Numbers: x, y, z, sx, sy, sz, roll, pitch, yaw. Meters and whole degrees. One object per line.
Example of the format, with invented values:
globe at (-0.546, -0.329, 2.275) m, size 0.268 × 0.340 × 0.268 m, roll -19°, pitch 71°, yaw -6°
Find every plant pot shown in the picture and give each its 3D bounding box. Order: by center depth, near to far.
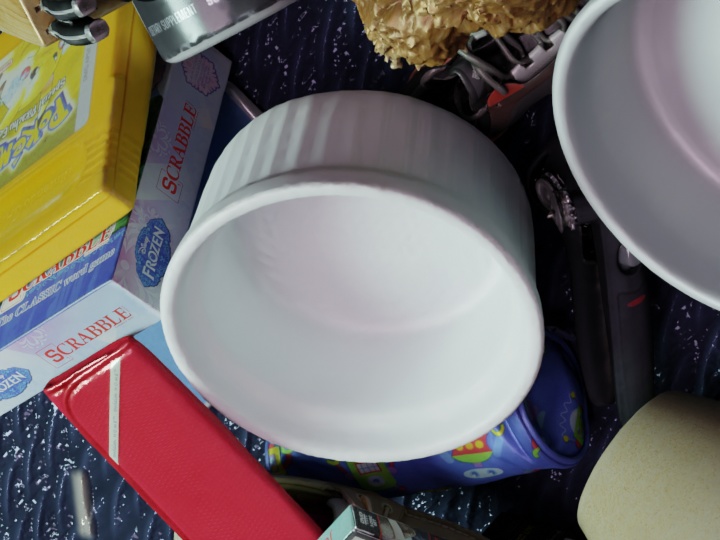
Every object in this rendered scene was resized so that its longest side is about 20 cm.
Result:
plant pot at (0.220, 0.155, 1.136) m, size 0.200 × 0.187 × 0.188 m, roll 37°, pitch 126°, yaw 26°

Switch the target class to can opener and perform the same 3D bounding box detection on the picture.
can opener at (0.136, 0.002, 1.156) m, size 0.063 × 0.078 × 0.201 m, roll -133°, pitch 29°, yaw -56°

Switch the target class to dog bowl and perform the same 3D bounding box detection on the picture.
dog bowl at (0.194, -0.074, 1.015) m, size 0.200 × 0.079 × 0.201 m, roll 26°, pitch 141°, yaw 23°

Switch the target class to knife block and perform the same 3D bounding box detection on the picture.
knife block at (-0.154, -0.151, 1.124) m, size 0.176 × 0.064 × 0.200 m, roll 55°, pitch 166°, yaw 27°

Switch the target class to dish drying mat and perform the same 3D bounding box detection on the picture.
dish drying mat at (-0.084, 0.121, 1.177) m, size 0.077 × 0.018 × 0.200 m, roll -31°, pitch 109°, yaw 31°

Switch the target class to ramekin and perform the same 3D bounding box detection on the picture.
ramekin at (0.000, 0.000, 1.137) m, size 0.199 × 0.098 × 0.201 m, roll 4°, pitch 133°, yaw 5°

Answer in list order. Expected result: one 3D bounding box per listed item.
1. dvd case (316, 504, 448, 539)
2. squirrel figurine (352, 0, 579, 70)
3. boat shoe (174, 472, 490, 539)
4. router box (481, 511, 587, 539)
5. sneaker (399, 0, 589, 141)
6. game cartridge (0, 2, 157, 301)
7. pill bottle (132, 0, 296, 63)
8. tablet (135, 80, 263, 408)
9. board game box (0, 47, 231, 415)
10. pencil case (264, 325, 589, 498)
dvd case at (0.039, 0.208, 1.204) m, size 0.199 × 0.022 × 0.146 m, roll 21°, pitch 127°, yaw -27°
squirrel figurine at (0.044, -0.203, 1.051) m, size 0.186 × 0.141 × 0.201 m, roll 14°, pitch 78°, yaw 31°
boat shoe at (-0.013, 0.158, 1.228) m, size 0.199 × 0.074 × 0.069 m, roll 7°, pitch 153°, yaw 7°
router box at (0.137, 0.257, 1.286) m, size 0.149 × 0.051 × 0.201 m, roll 13°, pitch 116°, yaw 23°
sneaker at (0.086, -0.116, 1.127) m, size 0.077 × 0.082 × 0.200 m, roll 46°, pitch 125°, yaw 2°
game cartridge at (-0.184, -0.079, 1.233) m, size 0.032 × 0.201 × 0.176 m, roll 33°, pitch 132°, yaw -31°
pill bottle at (-0.106, -0.223, 1.169) m, size 0.106 × 0.106 × 0.201 m, roll -23°, pitch 99°, yaw 34°
tablet at (-0.093, -0.010, 1.315) m, size 0.130 × 0.014 × 0.200 m, roll 46°, pitch 124°, yaw 3°
board game box at (-0.170, -0.020, 1.240) m, size 0.200 × 0.200 × 0.041 m, roll -30°, pitch 125°, yaw 36°
pencil case at (0.036, 0.088, 1.248) m, size 0.199 × 0.078 × 0.087 m, roll -15°, pitch 129°, yaw 32°
